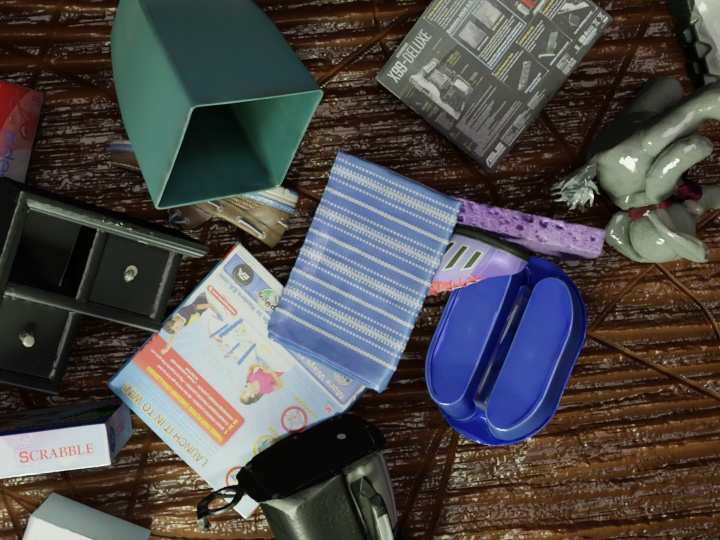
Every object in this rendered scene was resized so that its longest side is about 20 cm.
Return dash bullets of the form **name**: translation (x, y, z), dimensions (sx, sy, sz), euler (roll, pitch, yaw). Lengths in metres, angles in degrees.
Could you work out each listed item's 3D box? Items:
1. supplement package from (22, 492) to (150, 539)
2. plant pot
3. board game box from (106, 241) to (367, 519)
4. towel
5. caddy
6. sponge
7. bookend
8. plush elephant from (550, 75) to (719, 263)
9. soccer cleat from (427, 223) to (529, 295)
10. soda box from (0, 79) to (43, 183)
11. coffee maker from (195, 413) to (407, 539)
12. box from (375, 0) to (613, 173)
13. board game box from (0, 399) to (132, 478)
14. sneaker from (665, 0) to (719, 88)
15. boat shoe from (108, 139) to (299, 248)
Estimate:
- **supplement package**: translation (-0.298, 0.343, 1.291), dimensions (0.116, 0.117, 0.202), euler (22, 90, -4)
- **plant pot**: translation (-0.159, -0.190, 1.254), dimensions (0.140, 0.142, 0.201), euler (-13, 60, -34)
- **board game box**: translation (-0.120, 0.111, 1.332), dimensions (0.200, 0.056, 0.196), euler (44, 88, -4)
- **towel**: translation (0.000, 0.000, 1.264), dimensions (0.143, 0.024, 0.202), euler (25, 95, 23)
- **caddy**: translation (0.148, 0.078, 1.332), dimensions (0.140, 0.105, 0.202), euler (22, 86, 18)
- **sponge**: translation (0.139, -0.046, 1.323), dimensions (0.197, 0.112, 0.030), euler (13, 87, -5)
- **bookend**: translation (-0.279, 0.036, 1.270), dimensions (0.197, 0.092, 0.203), euler (18, 93, -31)
- **plush elephant**: translation (0.307, -0.081, 1.316), dimensions (0.199, 0.165, 0.156), euler (-40, 107, -8)
- **soccer cleat**: translation (0.084, -0.004, 1.278), dimensions (0.068, 0.199, 0.074), euler (28, 76, -40)
- **soda box**: translation (-0.376, -0.088, 1.292), dimensions (0.063, 0.070, 0.203), euler (13, 89, -38)
- **coffee maker**: translation (-0.040, 0.271, 1.285), dimensions (0.189, 0.135, 0.202), euler (-17, 111, 3)
- **box**: translation (0.134, -0.226, 1.327), dimensions (0.157, 0.050, 0.201), euler (37, 103, -3)
- **board game box**: translation (-0.327, 0.164, 1.245), dimensions (0.197, 0.199, 0.042), euler (-6, 91, -5)
- **sneaker**: translation (0.372, -0.284, 1.361), dimensions (0.087, 0.074, 0.203), euler (-19, 102, -4)
- **boat shoe**: translation (-0.165, -0.077, 1.318), dimensions (0.197, 0.072, 0.073), euler (18, 90, -5)
